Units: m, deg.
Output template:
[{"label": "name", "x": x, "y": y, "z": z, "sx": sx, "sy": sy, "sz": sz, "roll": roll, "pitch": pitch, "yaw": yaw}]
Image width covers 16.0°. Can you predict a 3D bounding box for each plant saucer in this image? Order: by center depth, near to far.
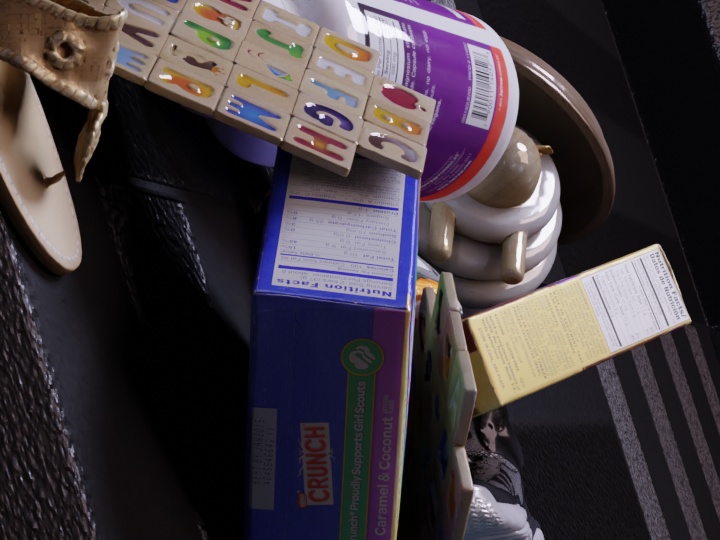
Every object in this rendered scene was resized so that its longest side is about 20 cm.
[{"label": "plant saucer", "x": 0.081, "y": -0.093, "z": 1.682, "sx": 0.029, "sy": 0.200, "sz": 0.200, "roll": -57, "pitch": 137, "yaw": -29}]

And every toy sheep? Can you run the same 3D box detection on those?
[{"label": "toy sheep", "x": 0.064, "y": -0.025, "z": 1.637, "sx": 0.200, "sy": 0.138, "sz": 0.138, "roll": 124, "pitch": -38, "yaw": -51}]

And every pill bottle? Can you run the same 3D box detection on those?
[{"label": "pill bottle", "x": -0.011, "y": -0.105, "z": 1.401, "sx": 0.200, "sy": 0.112, "sz": 0.113, "roll": 11, "pitch": 58, "yaw": -48}]

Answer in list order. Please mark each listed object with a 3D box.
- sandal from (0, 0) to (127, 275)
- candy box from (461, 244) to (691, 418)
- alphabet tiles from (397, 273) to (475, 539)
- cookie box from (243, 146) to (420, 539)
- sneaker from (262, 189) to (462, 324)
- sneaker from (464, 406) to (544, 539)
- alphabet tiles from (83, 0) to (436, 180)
[{"label": "sandal", "x": -0.134, "y": -0.107, "z": 1.075, "sx": 0.078, "sy": 0.070, "sz": 0.212, "roll": -39, "pitch": 109, "yaw": -76}, {"label": "candy box", "x": 0.089, "y": 0.046, "z": 1.488, "sx": 0.200, "sy": 0.117, "sz": 0.057, "roll": -17, "pitch": 84, "yaw": -49}, {"label": "alphabet tiles", "x": 0.034, "y": 0.111, "z": 1.326, "sx": 0.167, "sy": 0.006, "sz": 0.200, "roll": -99, "pitch": -165, "yaw": -55}, {"label": "cookie box", "x": -0.012, "y": 0.035, "z": 1.231, "sx": 0.200, "sy": 0.075, "sz": 0.171, "roll": -84, "pitch": 178, "yaw": -59}, {"label": "sneaker", "x": 0.000, "y": 0.000, "z": 1.468, "sx": 0.077, "sy": 0.078, "sz": 0.200, "roll": 63, "pitch": 6, "yaw": 21}, {"label": "sneaker", "x": 0.058, "y": 0.126, "z": 1.531, "sx": 0.200, "sy": 0.075, "sz": 0.114, "roll": 52, "pitch": 22, "yaw": -70}, {"label": "alphabet tiles", "x": -0.058, "y": -0.103, "z": 1.218, "sx": 0.200, "sy": 0.006, "sz": 0.166, "roll": 24, "pitch": 23, "yaw": -4}]
